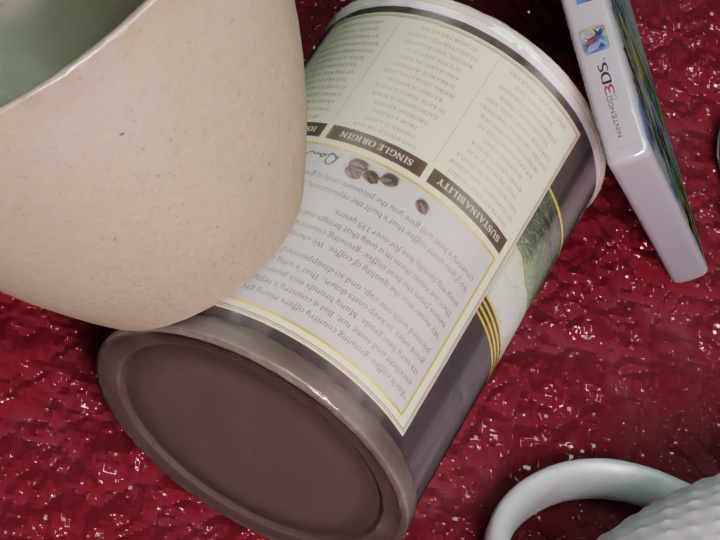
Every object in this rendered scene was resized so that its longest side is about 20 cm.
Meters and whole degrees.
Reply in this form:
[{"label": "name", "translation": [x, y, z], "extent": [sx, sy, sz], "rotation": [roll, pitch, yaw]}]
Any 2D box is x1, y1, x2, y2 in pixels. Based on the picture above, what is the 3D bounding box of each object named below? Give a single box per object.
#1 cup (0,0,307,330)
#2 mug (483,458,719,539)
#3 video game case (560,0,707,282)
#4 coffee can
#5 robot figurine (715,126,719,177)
[{"label": "cup", "translation": [-0.099, -0.062, 0.841], "extent": [0.201, 0.200, 0.143], "rotation": [-57, 131, -30]}, {"label": "mug", "translation": [0.143, 0.149, 0.950], "extent": [0.200, 0.148, 0.175], "rotation": [33, 45, 30]}, {"label": "video game case", "translation": [0.117, -0.104, 1.022], "extent": [0.022, 0.200, 0.183], "rotation": [-17, 71, 11]}, {"label": "coffee can", "translation": [0.000, 0.000, 0.942], "extent": [0.146, 0.146, 0.200], "rotation": [35, 60, -4]}, {"label": "robot figurine", "translation": [0.266, -0.030, 1.082], "extent": [0.145, 0.058, 0.200], "rotation": [-30, 68, -3]}]
